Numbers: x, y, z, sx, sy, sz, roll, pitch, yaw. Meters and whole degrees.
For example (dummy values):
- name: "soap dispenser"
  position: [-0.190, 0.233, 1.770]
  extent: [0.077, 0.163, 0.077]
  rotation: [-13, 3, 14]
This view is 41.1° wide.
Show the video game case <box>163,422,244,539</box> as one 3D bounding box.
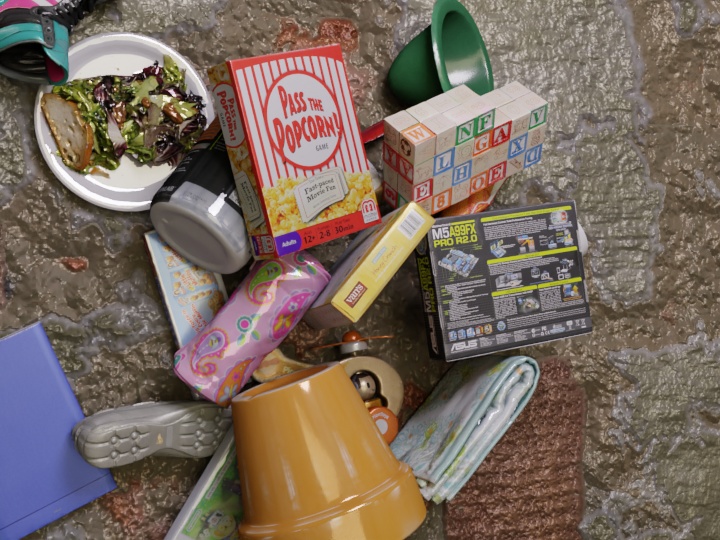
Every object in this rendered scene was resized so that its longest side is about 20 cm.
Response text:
- name: "video game case"
  position: [-0.107, 0.270, 1.110]
  extent: [0.182, 0.022, 0.201]
  rotation: [38, 76, -31]

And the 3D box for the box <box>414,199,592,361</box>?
- name: "box"
  position: [0.165, 0.009, 1.110]
  extent: [0.199, 0.044, 0.161]
  rotation: [-9, 91, -21]

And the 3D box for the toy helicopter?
- name: "toy helicopter"
  position: [-0.038, 0.122, 1.133]
  extent: [0.199, 0.079, 0.133]
  rotation: [19, 79, -18]

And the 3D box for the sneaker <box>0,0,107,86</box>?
- name: "sneaker"
  position: [-0.315, -0.259, 1.008]
  extent: [0.199, 0.084, 0.121]
  rotation: [-21, 73, -13]

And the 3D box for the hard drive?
- name: "hard drive"
  position: [-0.364, 0.174, 1.030]
  extent: [0.131, 0.025, 0.201]
  rotation: [-26, 98, -20]

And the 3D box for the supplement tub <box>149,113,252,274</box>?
- name: "supplement tub"
  position: [-0.132, -0.106, 1.062]
  extent: [0.122, 0.122, 0.201]
  rotation: [40, 62, -16]

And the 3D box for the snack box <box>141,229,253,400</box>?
- name: "snack box"
  position: [-0.186, 0.043, 1.103]
  extent: [0.072, 0.024, 0.201]
  rotation: [-18, 96, -20]

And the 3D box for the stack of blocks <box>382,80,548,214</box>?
- name: "stack of blocks"
  position: [0.123, -0.150, 1.112]
  extent: [0.199, 0.059, 0.116]
  rotation: [-26, 140, -24]

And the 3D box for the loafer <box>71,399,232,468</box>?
- name: "loafer"
  position: [-0.220, 0.173, 1.065]
  extent: [0.199, 0.070, 0.070]
  rotation: [1, 105, -39]

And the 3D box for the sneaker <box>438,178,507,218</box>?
- name: "sneaker"
  position: [0.146, -0.119, 1.222]
  extent: [0.077, 0.073, 0.200]
  rotation: [38, 69, 0]

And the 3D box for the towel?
- name: "towel"
  position: [0.111, 0.179, 1.139]
  extent: [0.048, 0.171, 0.200]
  rotation: [45, 75, -13]

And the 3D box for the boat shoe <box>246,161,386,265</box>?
- name: "boat shoe"
  position: [-0.067, -0.074, 1.135]
  extent: [0.199, 0.071, 0.070]
  rotation: [-27, 74, -14]

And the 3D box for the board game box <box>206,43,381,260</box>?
- name: "board game box"
  position: [-0.066, -0.127, 1.009]
  extent: [0.151, 0.046, 0.201]
  rotation: [-21, 101, -40]

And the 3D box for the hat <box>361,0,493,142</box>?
- name: "hat"
  position: [0.051, -0.235, 1.204]
  extent: [0.200, 0.175, 0.167]
  rotation: [-28, 104, -59]

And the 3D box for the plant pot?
- name: "plant pot"
  position: [-0.052, 0.204, 1.024]
  extent: [0.199, 0.200, 0.184]
  rotation: [-20, 91, -20]

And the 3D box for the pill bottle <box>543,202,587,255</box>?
- name: "pill bottle"
  position: [0.187, 0.006, 1.202]
  extent: [0.200, 0.112, 0.113]
  rotation: [-39, 102, -17]

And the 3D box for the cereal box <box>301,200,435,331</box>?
- name: "cereal box"
  position: [0.000, 0.000, 1.082]
  extent: [0.039, 0.200, 0.144]
  rotation: [40, 77, -7]

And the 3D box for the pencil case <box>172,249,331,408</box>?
- name: "pencil case"
  position: [-0.120, 0.054, 1.060]
  extent: [0.087, 0.087, 0.200]
  rotation: [40, 85, -16]

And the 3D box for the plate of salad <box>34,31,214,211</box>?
- name: "plate of salad"
  position: [-0.258, -0.167, 1.067]
  extent: [0.199, 0.048, 0.202]
  rotation: [1, 88, -21]
